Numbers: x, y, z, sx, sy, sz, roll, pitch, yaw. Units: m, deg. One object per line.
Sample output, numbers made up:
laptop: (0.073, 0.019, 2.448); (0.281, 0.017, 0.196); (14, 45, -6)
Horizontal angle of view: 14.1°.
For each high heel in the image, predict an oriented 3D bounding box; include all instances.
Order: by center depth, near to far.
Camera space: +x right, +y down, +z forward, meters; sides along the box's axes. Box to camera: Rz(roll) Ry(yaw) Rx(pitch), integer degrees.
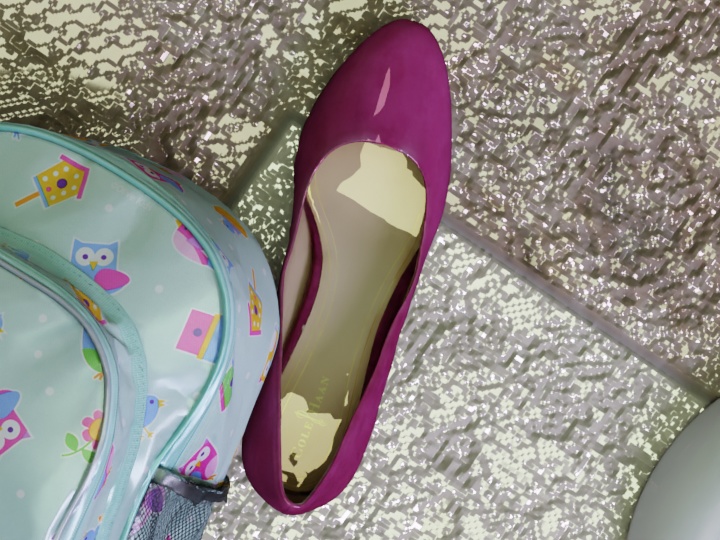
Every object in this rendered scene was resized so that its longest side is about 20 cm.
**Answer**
high heel: (0.000, 0.000, 1.171); (0.067, 0.096, 0.200); (11, 100, -7)

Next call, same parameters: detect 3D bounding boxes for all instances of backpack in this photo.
backpack: (-0.132, 0.042, 1.133); (0.176, 0.153, 0.200); (28, 89, 17)

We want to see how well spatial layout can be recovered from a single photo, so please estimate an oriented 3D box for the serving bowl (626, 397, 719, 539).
serving bowl: (0.214, 0.137, 1.234); (0.200, 0.066, 0.200); (-1, 100, -4)
